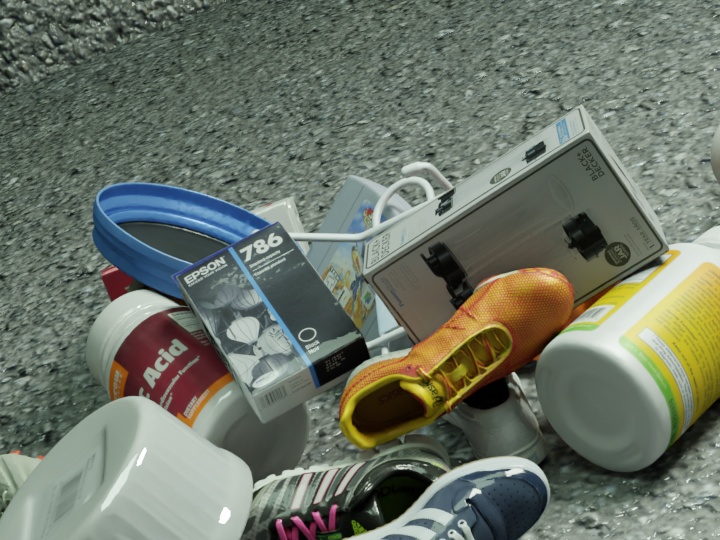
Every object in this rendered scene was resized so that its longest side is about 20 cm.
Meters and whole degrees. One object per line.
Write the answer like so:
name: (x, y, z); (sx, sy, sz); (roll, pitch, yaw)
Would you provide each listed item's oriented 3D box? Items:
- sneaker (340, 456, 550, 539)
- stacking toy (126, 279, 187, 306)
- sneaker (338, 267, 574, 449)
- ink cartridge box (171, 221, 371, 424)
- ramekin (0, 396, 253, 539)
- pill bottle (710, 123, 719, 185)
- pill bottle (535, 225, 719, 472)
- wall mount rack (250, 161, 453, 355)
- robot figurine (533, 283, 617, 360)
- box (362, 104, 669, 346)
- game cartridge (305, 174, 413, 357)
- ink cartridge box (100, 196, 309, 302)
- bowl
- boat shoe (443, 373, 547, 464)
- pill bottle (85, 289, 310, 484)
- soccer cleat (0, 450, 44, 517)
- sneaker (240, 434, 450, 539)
sneaker: (0.042, 0.198, 1.096); (0.199, 0.070, 0.109); (-28, 16, 2)
stacking toy: (-0.107, 0.061, 1.533); (0.199, 0.147, 0.146); (5, 30, 21)
sneaker: (0.072, 0.070, 1.207); (0.200, 0.073, 0.077); (-36, 17, 17)
ink cartridge box: (-0.078, 0.027, 1.320); (0.099, 0.039, 0.200); (-29, 44, -10)
ramekin: (-0.180, 0.187, 1.200); (0.200, 0.098, 0.201); (-40, 22, 19)
pill bottle: (0.383, -0.083, 1.407); (0.113, 0.114, 0.200); (-25, 22, -10)
pill bottle: (0.228, 0.049, 1.232); (0.111, 0.112, 0.200); (4, 32, 47)
wall mount rack: (0.000, 0.000, 1.375); (0.173, 0.075, 0.201); (-25, 48, 25)
robot figurine: (0.159, 0.001, 1.409); (0.116, 0.145, 0.199); (0, 3, -42)
box: (0.112, -0.017, 1.242); (0.199, 0.117, 0.060); (-34, 20, 15)
game cartridge: (0.011, 0.005, 1.478); (0.041, 0.134, 0.200); (12, 26, -30)
ink cartridge box: (-0.149, -0.001, 1.698); (0.199, 0.085, 0.145); (-21, 4, 0)
bowl: (-0.148, -0.021, 1.522); (0.199, 0.040, 0.201); (18, 19, -6)
boat shoe: (0.091, 0.093, 1.313); (0.072, 0.069, 0.200); (-20, 21, 3)
pill bottle: (-0.140, 0.098, 1.388); (0.114, 0.115, 0.200); (-30, 39, -24)
soccer cleat: (-0.272, 0.197, 1.406); (0.199, 0.070, 0.078); (-2, 30, 34)
sneaker: (-0.016, 0.179, 1.194); (0.199, 0.074, 0.087); (-20, 14, -13)
